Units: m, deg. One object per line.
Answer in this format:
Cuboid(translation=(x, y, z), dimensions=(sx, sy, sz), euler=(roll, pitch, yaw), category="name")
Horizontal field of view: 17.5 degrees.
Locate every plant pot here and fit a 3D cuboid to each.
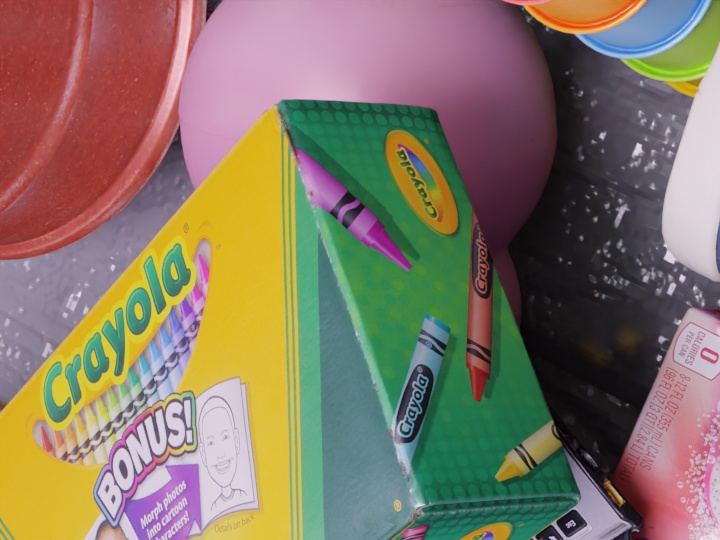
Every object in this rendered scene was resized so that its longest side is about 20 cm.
Cuboid(translation=(-0.186, -0.093, 0.750), dimensions=(0.199, 0.195, 0.203), euler=(5, 99, 34), category="plant pot")

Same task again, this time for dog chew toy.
Cuboid(translation=(0.000, 0.000, 0.769), dimensions=(0.124, 0.124, 0.202), euler=(9, 104, 27), category="dog chew toy")

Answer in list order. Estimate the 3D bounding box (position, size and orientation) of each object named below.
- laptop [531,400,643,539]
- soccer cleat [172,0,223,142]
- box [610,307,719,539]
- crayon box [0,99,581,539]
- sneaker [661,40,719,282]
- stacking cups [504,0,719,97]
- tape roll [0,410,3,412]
Cuboid(translation=(-0.016, 0.117, 0.691), dimensions=(0.200, 0.116, 0.187), euler=(51, 134, 2), category="laptop")
Cuboid(translation=(-0.106, -0.080, 0.856), dimensions=(0.199, 0.068, 0.086), euler=(-22, 82, 29), category="soccer cleat")
Cuboid(translation=(0.117, 0.123, 0.713), dimensions=(0.102, 0.094, 0.201), euler=(28, 100, 25), category="box")
Cuboid(translation=(-0.033, 0.056, 0.657), dimensions=(0.200, 0.058, 0.120), euler=(-45, 56, 43), category="crayon box")
Cuboid(translation=(0.144, -0.076, 0.634), dimensions=(0.084, 0.075, 0.201), euler=(24, 130, 26), category="sneaker")
Cuboid(translation=(0.078, -0.091, 0.684), dimensions=(0.060, 0.200, 0.061), euler=(-2, 86, 25), category="stacking cups")
Cuboid(translation=(-0.109, 0.150, 0.770), dimensions=(0.070, 0.202, 0.204), euler=(-28, 75, 24), category="tape roll")
